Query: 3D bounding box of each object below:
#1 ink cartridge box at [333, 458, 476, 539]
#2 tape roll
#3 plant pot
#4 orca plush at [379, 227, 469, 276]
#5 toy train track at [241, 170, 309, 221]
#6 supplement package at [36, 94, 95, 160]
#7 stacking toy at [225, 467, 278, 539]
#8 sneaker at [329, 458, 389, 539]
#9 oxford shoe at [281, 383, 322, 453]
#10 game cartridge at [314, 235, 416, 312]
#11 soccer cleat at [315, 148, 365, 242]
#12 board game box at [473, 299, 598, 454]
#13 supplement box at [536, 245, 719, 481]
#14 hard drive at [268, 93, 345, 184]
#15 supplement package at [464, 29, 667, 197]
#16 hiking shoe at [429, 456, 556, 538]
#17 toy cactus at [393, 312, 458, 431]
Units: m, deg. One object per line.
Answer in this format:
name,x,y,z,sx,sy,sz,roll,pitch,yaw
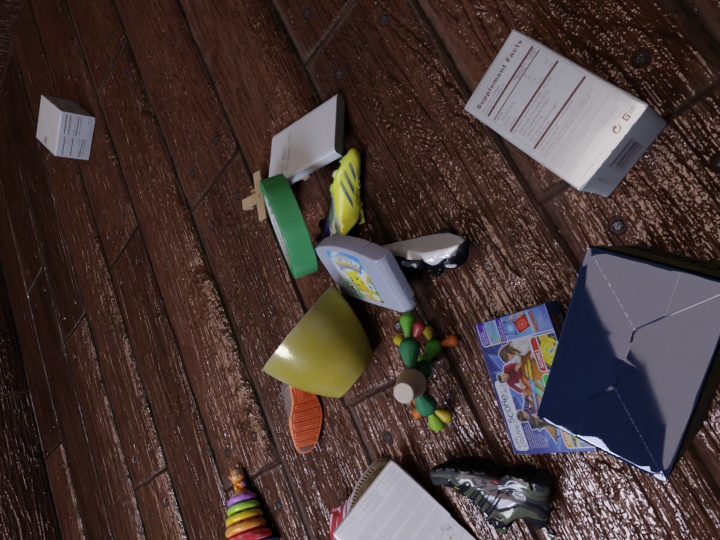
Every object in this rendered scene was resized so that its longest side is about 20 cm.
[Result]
ink cartridge box,0.078,0.451,0.859,0.200,0.050,0.161,39,81,13
tape roll,-0.140,-0.085,0.984,0.200,0.048,0.201,159,90,-79
plant pot,-0.061,0.148,0.934,0.142,0.200,0.200,39,120,1
orca plush,0.102,-0.011,0.843,0.199,0.105,0.071,-12,116,38
toy train track,-0.180,-0.176,1.106,0.200,0.032,0.115,-21,72,34
supplement package,-1.029,-0.497,1.769,0.200,0.111,0.156,35,114,35
stacking toy,-0.275,0.565,1.199,0.110,0.116,0.201,-42,52,34
sneaker,-0.001,0.441,0.958,0.201,0.071,0.112,-63,7,-10
oxford shoe,-0.128,0.279,1.072,0.073,0.071,0.201,-15,78,60
game cartridge,0.000,0.000,0.884,0.200,0.040,0.134,12,137,53
soccer cleat,-0.023,-0.127,0.962,0.083,0.065,0.201,18,101,8
board game box,0.250,0.157,0.729,0.135,0.034,0.201,-28,74,50
supplement box,0.323,0.083,0.567,0.134,0.199,0.201,23,107,39
hard drive,-0.110,-0.250,1.016,0.200,0.027,0.132,-18,61,41
supplement package,0.261,-0.201,0.660,0.200,0.117,0.118,48,121,29
hiking shoe,0.194,0.350,0.778,0.199,0.076,0.101,-7,85,40
toy cactus,0.099,0.170,0.803,0.102,0.165,0.201,-4,95,21
